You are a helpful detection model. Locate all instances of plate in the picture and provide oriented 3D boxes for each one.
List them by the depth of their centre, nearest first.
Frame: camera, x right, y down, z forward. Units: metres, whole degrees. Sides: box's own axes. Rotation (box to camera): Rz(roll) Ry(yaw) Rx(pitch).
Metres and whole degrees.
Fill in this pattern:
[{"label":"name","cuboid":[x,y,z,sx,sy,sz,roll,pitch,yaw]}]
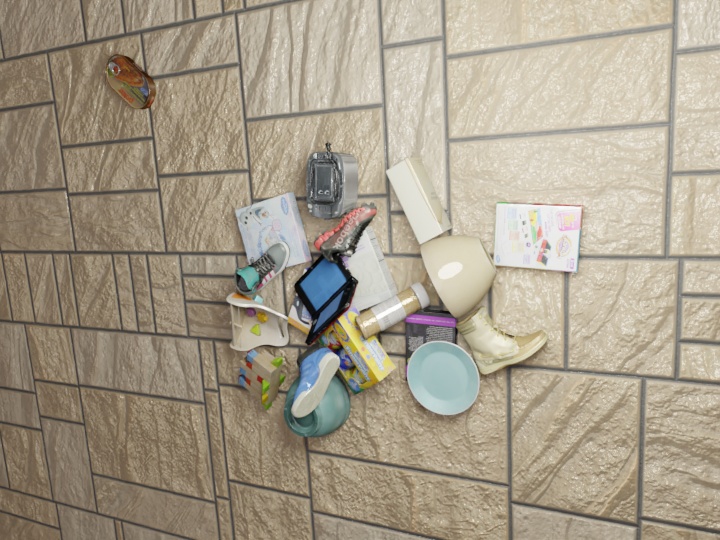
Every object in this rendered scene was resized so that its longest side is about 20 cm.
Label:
[{"label":"plate","cuboid":[0.218,0.280,1.494,0.196,0.026,0.205,5,102,22]}]

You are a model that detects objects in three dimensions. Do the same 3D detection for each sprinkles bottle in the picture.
[{"label":"sprinkles bottle","cuboid":[0.083,0.105,1.482,0.197,0.068,0.069,-28,89,-7]}]

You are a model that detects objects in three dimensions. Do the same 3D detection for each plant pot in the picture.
[{"label":"plant pot","cuboid":[0.250,-0.004,1.373,0.133,0.200,0.203,-27,89,17]},{"label":"plant pot","cuboid":[-0.144,0.402,1.663,0.196,0.134,0.205,5,102,24]}]

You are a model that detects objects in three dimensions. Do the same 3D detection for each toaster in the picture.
[{"label":"toaster","cuboid":[-0.072,-0.237,1.504,0.111,0.129,0.205,5,102,23]}]

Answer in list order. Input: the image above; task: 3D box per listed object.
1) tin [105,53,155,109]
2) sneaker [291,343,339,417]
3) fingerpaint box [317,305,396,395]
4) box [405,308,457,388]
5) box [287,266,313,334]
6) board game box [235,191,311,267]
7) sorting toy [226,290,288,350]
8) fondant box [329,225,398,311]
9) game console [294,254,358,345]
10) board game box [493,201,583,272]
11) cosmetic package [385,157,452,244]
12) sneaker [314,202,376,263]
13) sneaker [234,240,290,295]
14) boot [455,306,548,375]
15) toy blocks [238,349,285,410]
[{"label":"tin","cuboid":[-0.722,-0.591,1.787,0.200,0.042,0.113,43,110,11]},{"label":"sneaker","cuboid":[-0.146,0.299,1.580,0.111,0.076,0.202,31,91,45]},{"label":"fingerpaint box","cuboid":[-0.017,0.225,1.564,0.202,0.073,0.167,56,145,5]},{"label":"box","cuboid":[0.189,0.206,1.524,0.140,0.036,0.205,4,101,23]},{"label":"box","cuboid":[-0.131,0.086,1.646,0.118,0.041,0.203,27,113,18]},{"label":"board game box","cuboid":[-0.256,-0.104,1.663,0.195,0.043,0.205,-12,95,28]},{"label":"sorting toy","cuboid":[-0.297,0.154,1.697,0.176,0.108,0.203,17,131,11]},{"label":"fondant box","cuboid":[0.000,0.000,1.558,0.142,0.058,0.204,-22,90,27]},{"label":"game console","cuboid":[-0.110,0.070,1.538,0.118,0.174,0.200,37,124,-13]},{"label":"board game box","cuboid":[0.421,-0.082,1.356,0.196,0.040,0.157,6,103,24]},{"label":"cosmetic package","cuboid":[0.148,-0.177,1.429,0.072,0.103,0.203,-27,90,26]},{"label":"sneaker","cuboid":[-0.027,-0.092,1.479,0.199,0.071,0.099,-37,68,17]},{"label":"sneaker","cuboid":[-0.290,-0.001,1.609,0.084,0.120,0.200,47,117,7]},{"label":"boot","cuboid":[0.349,0.155,1.419,0.198,0.073,0.157,-31,89,32]},{"label":"toy blocks","cuboid":[-0.313,0.312,1.742,0.135,0.100,0.203,32,131,21]}]
